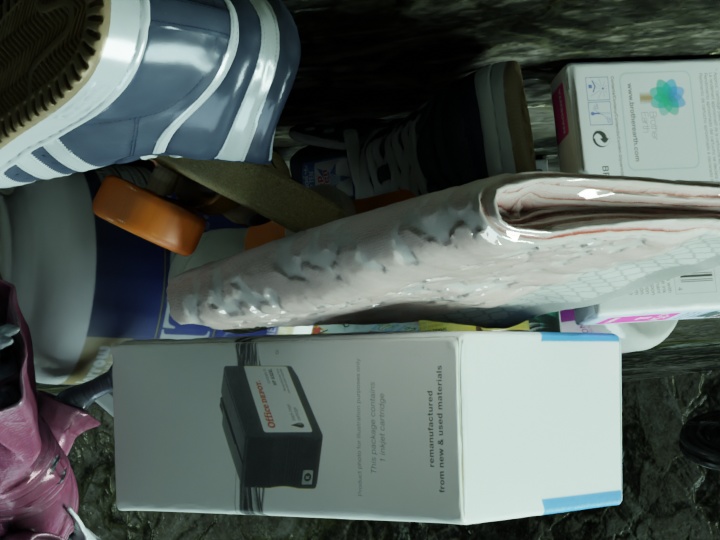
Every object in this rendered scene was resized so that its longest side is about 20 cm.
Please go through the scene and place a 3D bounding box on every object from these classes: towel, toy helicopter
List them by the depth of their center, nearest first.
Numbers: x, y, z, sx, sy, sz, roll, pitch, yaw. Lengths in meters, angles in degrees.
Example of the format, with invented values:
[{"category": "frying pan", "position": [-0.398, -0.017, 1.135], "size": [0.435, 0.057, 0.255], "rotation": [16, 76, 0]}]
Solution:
[{"category": "towel", "position": [0.050, -0.003, 0.822], "size": [0.190, 0.032, 0.200], "rotation": [1, 168, -40]}, {"category": "toy helicopter", "position": [-0.056, -0.043, 0.897], "size": [0.132, 0.079, 0.200], "rotation": [24, -179, -19]}]

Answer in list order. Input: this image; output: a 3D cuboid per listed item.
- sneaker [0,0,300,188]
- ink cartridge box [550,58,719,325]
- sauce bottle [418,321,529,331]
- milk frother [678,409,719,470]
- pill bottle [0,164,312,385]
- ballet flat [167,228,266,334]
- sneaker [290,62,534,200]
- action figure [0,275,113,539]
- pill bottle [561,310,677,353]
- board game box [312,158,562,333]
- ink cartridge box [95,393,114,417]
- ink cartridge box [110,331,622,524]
[{"category": "sneaker", "position": [-0.104, -0.064, 0.770], "size": [0.108, 0.071, 0.200], "rotation": [3, 167, -37]}, {"category": "ink cartridge box", "position": [0.194, -0.040, 0.946], "size": [0.199, 0.120, 0.042], "rotation": [-4, 170, -9]}, {"category": "sauce bottle", "position": [0.063, 0.033, 1.130], "size": [0.066, 0.201, 0.066], "rotation": [-3, 174, 0]}, {"category": "milk frother", "position": [0.283, 0.018, 1.146], "size": [0.199, 0.189, 0.180], "rotation": [-5, 174, -32]}, {"category": "pill bottle", "position": [-0.134, 0.003, 1.079], "size": [0.199, 0.121, 0.120], "rotation": [3, 171, -26]}, {"category": "ballet flat", "position": [0.000, 0.000, 1.039], "size": [0.199, 0.070, 0.069], "rotation": [-11, 176, -25]}, {"category": "sneaker", "position": [0.021, -0.047, 0.926], "size": [0.108, 0.071, 0.200], "rotation": [-6, 176, -1]}, {"category": "action figure", "position": [-0.177, 0.097, 0.981], "size": [0.148, 0.134, 0.201], "rotation": [-9, 131, 7]}, {"category": "pill bottle", "position": [0.104, 0.009, 1.324], "size": [0.199, 0.113, 0.112], "rotation": [-10, 171, 40]}, {"category": "board game box", "position": [0.017, 0.006, 1.185], "size": [0.199, 0.127, 0.035], "rotation": [-5, 174, 3]}, {"category": "ink cartridge box", "position": [-0.149, 0.043, 1.237], "size": [0.200, 0.044, 0.173], "rotation": [39, -173, 16]}, {"category": "ink cartridge box", "position": [0.003, 0.071, 0.943], "size": [0.199, 0.084, 0.145], "rotation": [-2, 178, 36]}]
